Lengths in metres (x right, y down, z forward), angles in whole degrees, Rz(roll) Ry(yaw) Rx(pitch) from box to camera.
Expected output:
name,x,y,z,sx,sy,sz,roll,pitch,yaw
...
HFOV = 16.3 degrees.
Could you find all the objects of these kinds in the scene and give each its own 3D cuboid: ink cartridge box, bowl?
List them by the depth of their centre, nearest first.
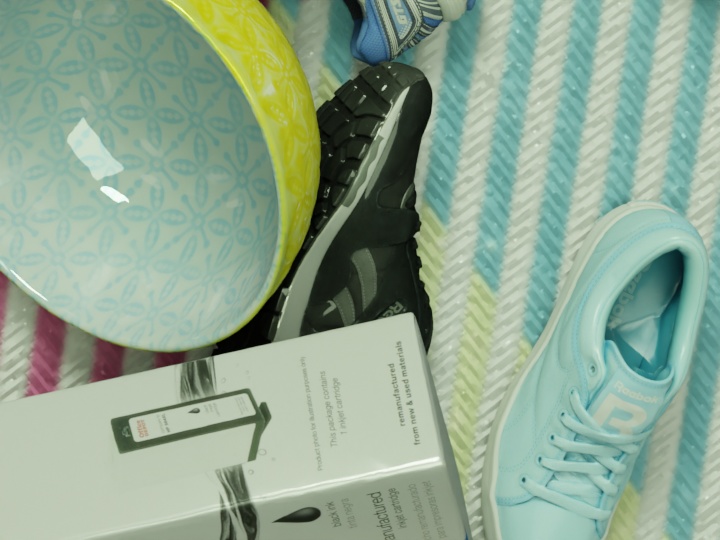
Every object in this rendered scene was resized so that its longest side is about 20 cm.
name,x,y,z,sx,sy,sz,roll,pitch,yaw
ink cartridge box,-0.056,0.108,1.133,0.200,0.146,0.084,-13,56,3
bowl,-0.090,-0.074,1.136,0.200,0.200,0.108,56,44,-10

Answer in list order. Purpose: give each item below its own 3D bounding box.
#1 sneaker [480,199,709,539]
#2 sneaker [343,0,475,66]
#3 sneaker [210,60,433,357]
name,x,y,z,sx,sy,sz,roll,pitch,yaw
sneaker,0.112,0.063,1.206,0.074,0.082,0.200,16,94,-9
sneaker,-0.034,-0.174,1.163,0.085,0.077,0.200,-45,100,3
sneaker,0.000,0.000,1.195,0.087,0.076,0.200,19,103,-25
